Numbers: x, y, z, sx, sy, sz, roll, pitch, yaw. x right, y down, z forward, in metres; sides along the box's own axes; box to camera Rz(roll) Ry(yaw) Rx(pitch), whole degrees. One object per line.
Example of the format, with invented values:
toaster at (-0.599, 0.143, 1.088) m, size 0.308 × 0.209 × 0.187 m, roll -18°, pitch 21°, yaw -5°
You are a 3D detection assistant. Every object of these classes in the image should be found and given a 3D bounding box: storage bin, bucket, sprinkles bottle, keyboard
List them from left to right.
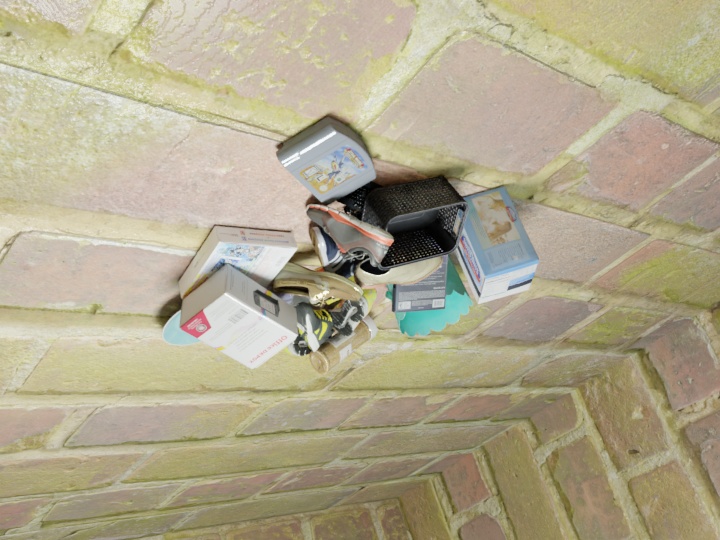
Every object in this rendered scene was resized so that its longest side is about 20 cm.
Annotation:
sprinkles bottle at (-0.043, 0.186, 1.939) m, size 0.199 × 0.068 × 0.069 m, roll -33°, pitch 166°, yaw -40°
keyboard at (0.031, -0.122, 1.548) m, size 0.104 × 0.040 × 0.198 m, roll -37°, pitch 148°, yaw 27°
storage bin at (0.107, -0.097, 1.538) m, size 0.196 × 0.094 × 0.137 m, roll -13°, pitch 136°, yaw -25°
bucket at (0.161, 0.055, 1.853) m, size 0.203 × 0.137 × 0.208 m, roll -16°, pitch 152°, yaw -9°

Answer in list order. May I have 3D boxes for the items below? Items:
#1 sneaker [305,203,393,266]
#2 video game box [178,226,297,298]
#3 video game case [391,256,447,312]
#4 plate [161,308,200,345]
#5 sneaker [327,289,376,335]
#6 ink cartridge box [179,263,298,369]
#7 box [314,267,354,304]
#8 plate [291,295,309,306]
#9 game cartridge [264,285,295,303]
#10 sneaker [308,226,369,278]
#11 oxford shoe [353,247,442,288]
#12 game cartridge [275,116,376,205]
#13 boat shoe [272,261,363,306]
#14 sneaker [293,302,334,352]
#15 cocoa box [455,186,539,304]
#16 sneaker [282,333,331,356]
sneaker at (-0.034, -0.066, 1.444) m, size 0.077 × 0.198 × 0.083 m, roll 14°, pitch 100°, yaw -60°
video game box at (-0.252, -0.010, 1.547) m, size 0.180 × 0.047 × 0.200 m, roll 1°, pitch 145°, yaw -39°
video game case at (0.135, -0.012, 1.684) m, size 0.140 × 0.205 × 0.019 m, roll -2°, pitch -173°, yaw -32°
plate at (-0.349, 0.102, 1.682) m, size 0.197 × 0.026 × 0.201 m, roll -24°, pitch 156°, yaw -11°
sneaker at (-0.015, 0.094, 1.855) m, size 0.090 × 0.078 × 0.200 m, roll -47°, pitch -174°, yaw -32°
ink cartridge box at (-0.246, 0.097, 1.544) m, size 0.147 × 0.087 × 0.199 m, roll -34°, pitch 131°, yaw 25°
box at (0.000, 0.000, 1.712) m, size 0.196 × 0.076 × 0.050 m, roll -22°, pitch 151°, yaw 4°
plate at (-0.221, 0.106, 1.767) m, size 0.196 × 0.033 × 0.201 m, roll -12°, pitch 151°, yaw -34°
game cartridge at (-0.224, 0.106, 1.685) m, size 0.128 × 0.039 × 0.201 m, roll -19°, pitch 153°, yaw -31°
sneaker at (-0.040, -0.047, 1.605) m, size 0.107 × 0.071 × 0.201 m, roll -25°, pitch 150°, yaw -3°
oxford shoe at (0.084, -0.010, 1.595) m, size 0.196 × 0.072 × 0.074 m, roll -17°, pitch 162°, yaw -9°
game cartridge at (-0.051, -0.194, 1.367) m, size 0.131 × 0.042 × 0.200 m, roll -24°, pitch 153°, yaw 15°
boat shoe at (-0.092, 0.040, 1.599) m, size 0.196 × 0.068 × 0.074 m, roll 13°, pitch 157°, yaw 15°
sneaker at (-0.110, 0.117, 1.798) m, size 0.084 × 0.075 × 0.201 m, roll -36°, pitch 157°, yaw -14°
cocoa box at (0.288, -0.056, 1.669) m, size 0.131 × 0.203 × 0.132 m, roll -16°, pitch 153°, yaw -7°
sneaker at (-0.144, 0.181, 1.954) m, size 0.089 × 0.080 × 0.199 m, roll -1°, pitch 173°, yaw 31°
